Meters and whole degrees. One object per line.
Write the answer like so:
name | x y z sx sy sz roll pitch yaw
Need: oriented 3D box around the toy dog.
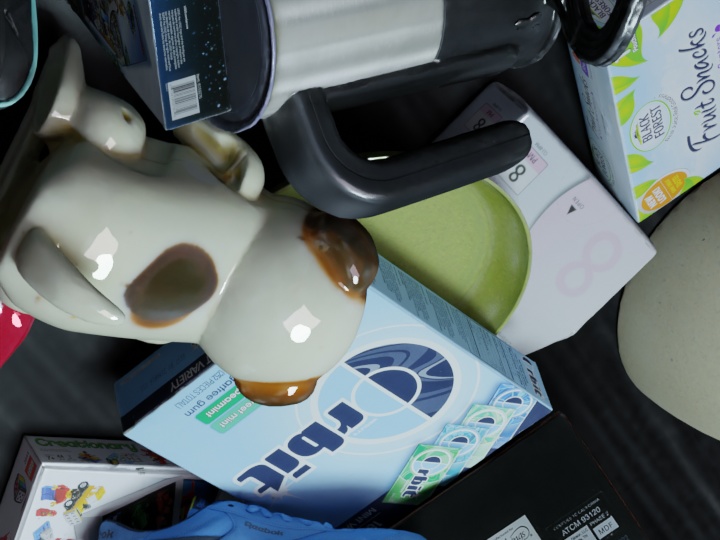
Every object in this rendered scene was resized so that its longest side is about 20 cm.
toy dog | -0.088 -0.014 1.385 0.199 0.194 0.140 22 100 -19

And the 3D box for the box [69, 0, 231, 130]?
box | -0.114 -0.188 1.296 0.038 0.137 0.201 -18 129 -18

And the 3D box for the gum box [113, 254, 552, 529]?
gum box | -0.014 0.074 1.550 0.170 0.045 0.200 -38 133 21

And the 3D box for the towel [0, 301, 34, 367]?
towel | -0.286 0.043 1.411 0.200 0.023 0.145 19 121 -39

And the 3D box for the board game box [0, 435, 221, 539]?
board game box | -0.169 0.193 1.597 0.126 0.035 0.201 6 118 -33

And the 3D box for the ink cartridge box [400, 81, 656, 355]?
ink cartridge box | 0.063 0.006 1.603 0.200 0.057 0.163 -47 132 0

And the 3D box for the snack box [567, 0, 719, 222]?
snack box | 0.196 -0.129 1.550 0.142 0.053 0.200 -33 150 -6

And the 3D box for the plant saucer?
plant saucer | 0.000 0.000 1.536 0.199 0.031 0.200 -9 135 -9

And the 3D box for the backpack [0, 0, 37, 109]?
backpack | -0.242 -0.165 1.213 0.175 0.153 0.201 8 79 -33

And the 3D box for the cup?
cup | 0.287 0.045 1.702 0.200 0.143 0.201 -17 129 -22

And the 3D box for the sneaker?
sneaker | -0.056 0.161 1.549 0.199 0.079 0.066 -8 162 -7

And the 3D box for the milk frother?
milk frother | 0.029 -0.145 1.352 0.188 0.181 0.200 -16 155 -30

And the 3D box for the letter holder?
letter holder | 0.067 0.188 1.652 0.200 0.101 0.142 -34 175 -4
